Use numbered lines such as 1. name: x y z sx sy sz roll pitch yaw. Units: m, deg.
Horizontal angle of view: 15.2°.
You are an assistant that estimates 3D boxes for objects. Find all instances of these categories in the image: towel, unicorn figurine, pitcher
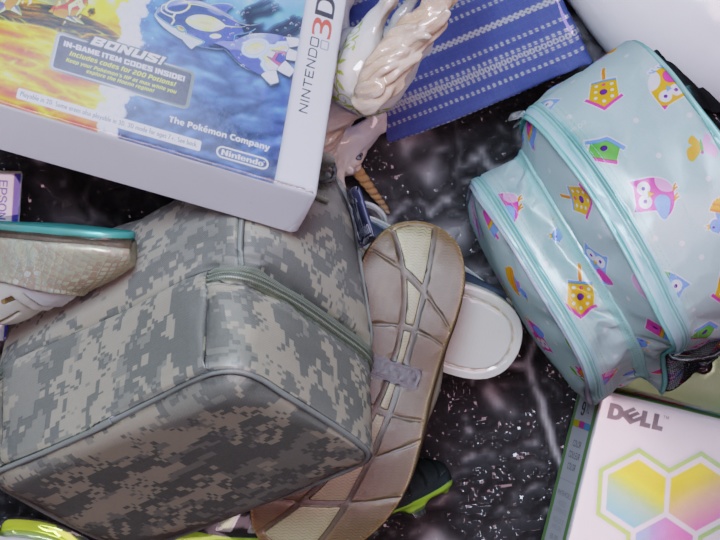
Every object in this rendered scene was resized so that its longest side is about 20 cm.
1. towel: 0.031 -0.184 1.520 0.145 0.024 0.200 -21 99 34
2. unicorn figurine: 0.006 -0.114 1.478 0.074 0.200 0.138 25 90 5
3. pitcher: 0.183 -0.192 1.555 0.200 0.121 0.172 33 70 0

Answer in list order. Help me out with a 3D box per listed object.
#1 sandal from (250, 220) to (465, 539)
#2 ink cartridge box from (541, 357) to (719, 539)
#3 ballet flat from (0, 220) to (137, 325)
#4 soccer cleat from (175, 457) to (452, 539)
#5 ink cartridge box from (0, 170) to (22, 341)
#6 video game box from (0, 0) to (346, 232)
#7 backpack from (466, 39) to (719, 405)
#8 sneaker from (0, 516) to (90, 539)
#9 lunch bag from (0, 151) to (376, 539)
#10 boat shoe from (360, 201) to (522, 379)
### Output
1. sandal: 0.003 0.069 1.500 0.080 0.054 0.200 22 86 -2
2. ink cartridge box: 0.172 0.125 1.583 0.104 0.059 0.200 14 89 -11
3. ballet flat: -0.200 0.000 1.423 0.200 0.067 0.063 7 93 31
4. soccer cleat: -0.047 0.122 1.536 0.200 0.068 0.081 -11 88 -9
5. ink cartridge box: -0.290 -0.014 1.493 0.200 0.039 0.100 5 91 -10
6. video game box: -0.108 -0.129 1.388 0.200 0.047 0.182 15 55 -12
7. backpack: 0.148 -0.026 1.484 0.153 0.200 0.176 -28 77 -11
8. sneaker: -0.243 0.180 1.463 0.200 0.074 0.081 -2 48 8
9. lunch bag: -0.092 0.035 1.442 0.139 0.200 0.168 30 46 -43
10. boat shoe: 0.000 0.000 1.540 0.200 0.062 0.075 20 100 -6
